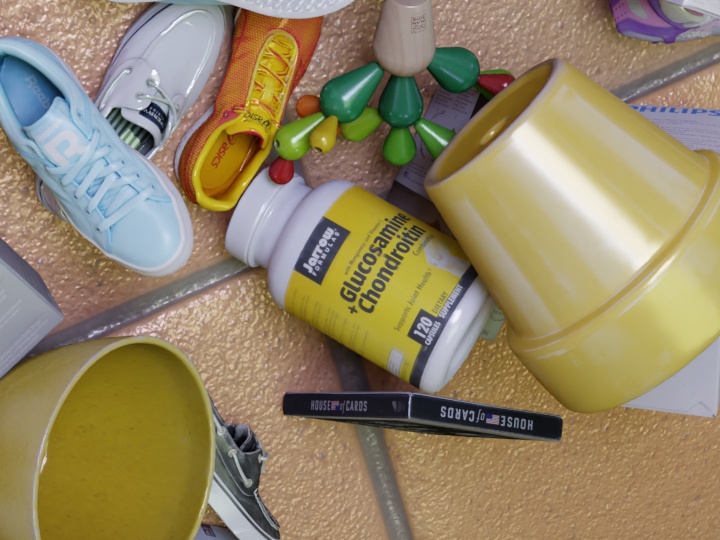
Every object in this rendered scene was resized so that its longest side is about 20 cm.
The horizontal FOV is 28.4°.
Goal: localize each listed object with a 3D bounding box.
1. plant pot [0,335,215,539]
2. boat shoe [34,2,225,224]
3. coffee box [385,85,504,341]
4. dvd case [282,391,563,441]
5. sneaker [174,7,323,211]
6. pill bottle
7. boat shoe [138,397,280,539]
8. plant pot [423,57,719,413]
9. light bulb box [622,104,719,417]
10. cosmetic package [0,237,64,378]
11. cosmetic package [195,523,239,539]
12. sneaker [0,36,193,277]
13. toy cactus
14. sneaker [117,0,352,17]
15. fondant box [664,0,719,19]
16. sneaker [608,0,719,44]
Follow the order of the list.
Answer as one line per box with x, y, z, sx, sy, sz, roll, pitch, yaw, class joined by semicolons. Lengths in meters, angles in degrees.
-0.224;0.140;1.058;0.200;0.141;0.201;-16;109;-57;plant pot
-0.158;-0.114;1.035;0.073;0.067;0.200;31;96;-34;boat shoe
0.093;-0.056;1.182;0.114;0.080;0.201;16;105;-32;coffee box
0.047;0.120;1.177;0.150;0.200;0.025;11;80;-30;dvd case
-0.072;-0.134;1.065;0.073;0.077;0.201;17;103;-30;sneaker
0.000;0.000;1.089;0.112;0.200;0.112;-56;167;-20;pill bottle
-0.110;0.161;1.187;0.064;0.071;0.200;-36;122;-7;boat shoe
0.153;-0.036;0.985;0.201;0.201;0.189;-45;100;-1;plant pot
0.258;-0.015;1.200;0.124;0.200;0.199;6;117;18;light bulb box
-0.316;-0.007;0.996;0.107;0.090;0.200;-41;122;-4;cosmetic package
-0.159;0.266;1.187;0.200;0.113;0.081;21;103;-35;cosmetic package
-0.195;-0.076;0.962;0.074;0.082;0.200;-43;82;7;sneaker
0.029;-0.130;1.035;0.199;0.103;0.165;-9;140;-10;toy cactus
-0.097;-0.220;0.988;0.199;0.082;0.074;4;108;-12;sneaker
0.231;-0.283;1.074;0.058;0.200;0.145;10;107;-30;fondant box
0.283;-0.228;1.207;0.200;0.088;0.081;-8;76;-44;sneaker
